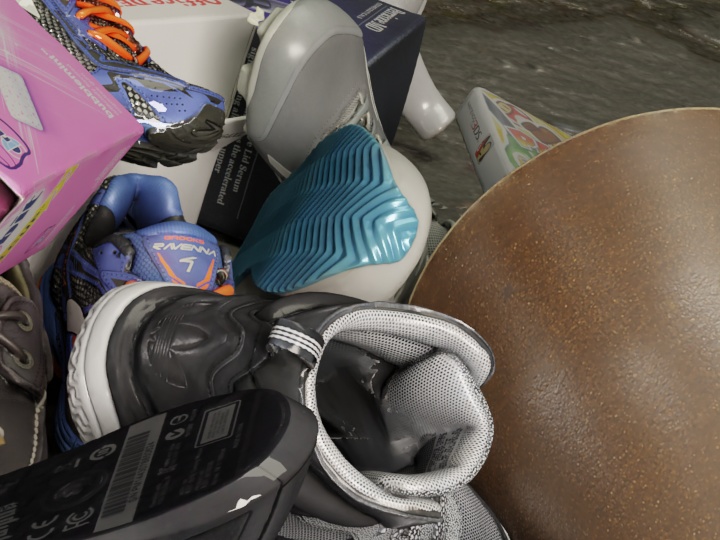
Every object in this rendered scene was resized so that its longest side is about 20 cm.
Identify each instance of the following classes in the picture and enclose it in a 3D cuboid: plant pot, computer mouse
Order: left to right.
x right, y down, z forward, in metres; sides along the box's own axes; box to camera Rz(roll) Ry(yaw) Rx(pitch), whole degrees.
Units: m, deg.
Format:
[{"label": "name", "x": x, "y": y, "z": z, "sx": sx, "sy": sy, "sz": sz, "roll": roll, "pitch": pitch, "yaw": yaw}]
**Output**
[{"label": "computer mouse", "x": -0.098, "y": 0.078, "z": 0.720, "sx": 0.199, "sy": 0.046, "sz": 0.141, "roll": -21, "pitch": 19, "yaw": 7}, {"label": "plant pot", "x": 0.130, "y": 0.077, "z": 0.877, "sx": 0.186, "sy": 0.187, "sz": 0.200, "roll": 9, "pitch": 35, "yaw": -26}]

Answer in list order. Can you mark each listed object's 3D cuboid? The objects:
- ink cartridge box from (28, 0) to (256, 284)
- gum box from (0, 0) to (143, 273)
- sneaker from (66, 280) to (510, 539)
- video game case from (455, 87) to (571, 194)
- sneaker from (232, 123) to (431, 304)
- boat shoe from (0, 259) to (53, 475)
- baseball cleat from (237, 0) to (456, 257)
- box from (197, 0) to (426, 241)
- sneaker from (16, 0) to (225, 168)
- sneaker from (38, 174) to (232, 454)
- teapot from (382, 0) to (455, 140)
[{"label": "ink cartridge box", "x": -0.151, "y": -0.080, "z": 1.092, "sx": 0.199, "sy": 0.126, "sz": 0.128, "roll": 29, "pitch": 21, "yaw": 26}, {"label": "gum box", "x": -0.181, "y": -0.084, "z": 0.853, "sx": 0.200, "sy": 0.066, "sz": 0.113, "roll": 44, "pitch": 21, "yaw": 2}, {"label": "sneaker", "x": 0.008, "y": 0.067, "z": 0.788, "sx": 0.113, "sy": 0.076, "sz": 0.200, "roll": -4, "pitch": -31, "yaw": 45}, {"label": "video game case", "x": 0.141, "y": 0.007, "z": 1.083, "sx": 0.199, "sy": 0.023, "sz": 0.182, "roll": 26, "pitch": 22, "yaw": -21}, {"label": "sneaker", "x": 0.000, "y": 0.000, "z": 0.987, "sx": 0.081, "sy": 0.077, "sz": 0.200, "roll": 32, "pitch": -12, "yaw": -8}, {"label": "boat shoe", "x": -0.144, "y": 0.029, "z": 0.888, "sx": 0.072, "sy": 0.065, "sz": 0.200, "roll": 14, "pitch": 20, "yaw": -16}, {"label": "baseball cleat", "x": 0.007, "y": -0.040, "z": 1.075, "sx": 0.106, "sy": 0.070, "sz": 0.200, "roll": 32, "pitch": -19, "yaw": 21}, {"label": "box", "x": -0.084, "y": -0.099, "z": 1.244, "sx": 0.199, "sy": 0.105, "sz": 0.148, "roll": 20, "pitch": 18, "yaw": 6}, {"label": "sneaker", "x": -0.127, "y": -0.105, "z": 0.957, "sx": 0.200, "sy": 0.079, "sz": 0.075, "roll": 33, "pitch": 5, "yaw": 26}, {"label": "sneaker", "x": -0.076, "y": 0.024, "z": 0.921, "sx": 0.075, "sy": 0.079, "sz": 0.200, "roll": 8, "pitch": 21, "yaw": -28}, {"label": "teapot", "x": -0.030, "y": -0.183, "z": 1.466, "sx": 0.196, "sy": 0.201, "sz": 0.146, "roll": -1, "pitch": -31, "yaw": 31}]
